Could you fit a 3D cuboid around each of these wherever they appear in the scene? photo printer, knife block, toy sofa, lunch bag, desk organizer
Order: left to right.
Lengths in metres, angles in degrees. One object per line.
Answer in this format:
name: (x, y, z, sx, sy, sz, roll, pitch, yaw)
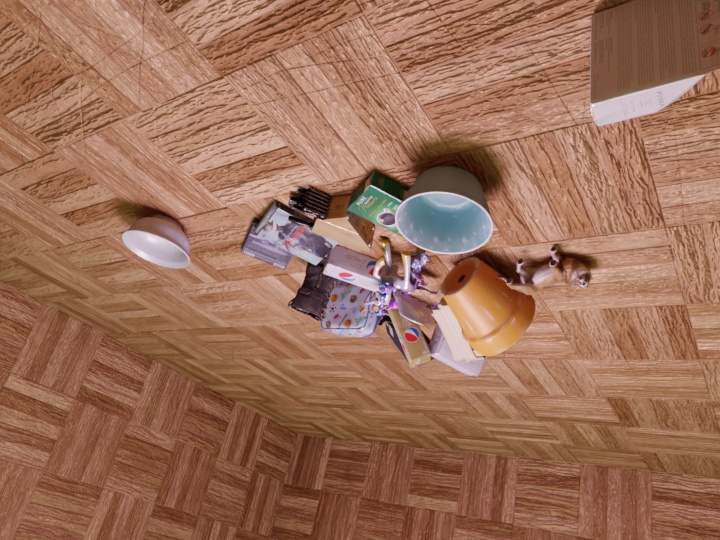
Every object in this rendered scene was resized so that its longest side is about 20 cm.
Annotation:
knife block: (-0.078, -0.119, 1.359, 0.171, 0.065, 0.200, -2, 149, 31)
lunch bag: (-0.023, 0.108, 1.658, 0.196, 0.165, 0.075, -3, 157, 38)
desk organizer: (0.149, 0.208, 1.755, 0.075, 0.201, 0.073, -21, 125, -12)
toy sofa: (0.280, 0.151, 1.574, 0.096, 0.083, 0.203, -13, 114, 40)
photo printer: (0.305, 0.209, 1.669, 0.197, 0.170, 0.069, 28, 168, -27)

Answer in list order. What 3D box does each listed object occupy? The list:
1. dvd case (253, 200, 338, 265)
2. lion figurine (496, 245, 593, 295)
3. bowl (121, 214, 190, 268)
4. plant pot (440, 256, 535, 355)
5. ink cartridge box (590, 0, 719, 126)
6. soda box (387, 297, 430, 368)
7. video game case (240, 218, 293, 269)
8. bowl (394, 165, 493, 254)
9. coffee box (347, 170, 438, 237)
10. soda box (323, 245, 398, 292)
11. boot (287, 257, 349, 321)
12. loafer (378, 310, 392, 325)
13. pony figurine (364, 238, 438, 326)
dvd case: (-0.166, -0.093, 1.476, 0.197, 0.022, 0.146, 28, 141, -21)
lion figurine: (0.432, 0.015, 1.322, 0.196, 0.074, 0.122, -17, 139, 34)
bowl: (-0.573, -0.095, 1.627, 0.195, 0.092, 0.203, 11, 152, 6)
plant pot: (0.302, 0.074, 1.409, 0.183, 0.202, 0.198, 43, 145, -18)
ink cartridge box: (0.390, -0.281, 0.704, 0.196, 0.165, 0.050, -6, 150, 35)
soda box: (0.138, 0.173, 1.644, 0.062, 0.204, 0.068, -19, 152, -6)
video game case: (-0.253, -0.070, 1.591, 0.140, 0.019, 0.200, 22, 151, -13)
bowl: (0.173, -0.134, 1.147, 0.195, 0.107, 0.203, 10, 150, 6)
coffee box: (0.082, -0.137, 1.264, 0.196, 0.045, 0.123, 24, 151, -17)
soda box: (0.000, 0.000, 1.542, 0.195, 0.065, 0.068, 20, 153, -8)
boot: (-0.091, 0.061, 1.578, 0.194, 0.178, 0.070, 14, 154, 2)
loafer: (0.054, 0.129, 1.746, 0.194, 0.073, 0.074, 8, 153, 13)
pony figurine: (0.111, 0.037, 1.446, 0.187, 0.168, 0.205, 11, 118, 5)
